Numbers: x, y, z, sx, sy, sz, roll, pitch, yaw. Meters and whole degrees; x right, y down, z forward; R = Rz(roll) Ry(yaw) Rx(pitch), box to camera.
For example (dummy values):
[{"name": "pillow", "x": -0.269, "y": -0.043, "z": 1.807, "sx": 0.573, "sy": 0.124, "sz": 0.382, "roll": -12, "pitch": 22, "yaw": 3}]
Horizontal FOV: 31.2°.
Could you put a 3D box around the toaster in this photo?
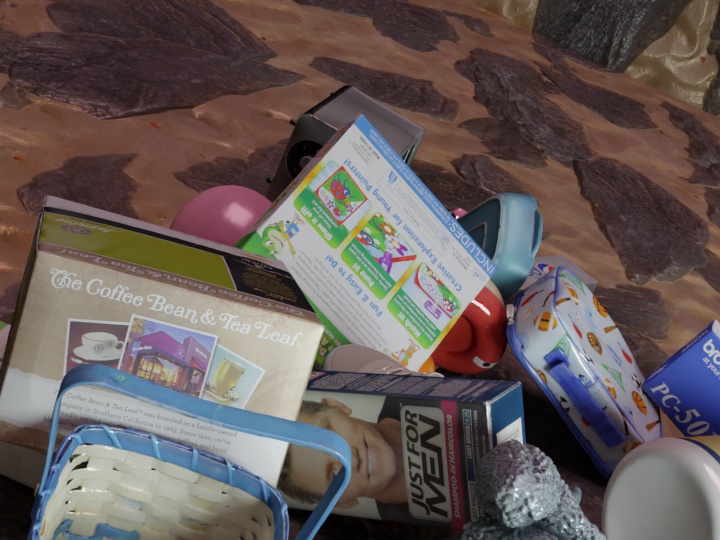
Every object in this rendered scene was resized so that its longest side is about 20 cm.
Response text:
[{"name": "toaster", "x": -0.027, "y": -0.093, "z": 1.426, "sx": 0.118, "sy": 0.183, "sz": 0.200, "roll": 28, "pitch": 24, "yaw": 5}]

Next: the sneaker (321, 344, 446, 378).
[{"name": "sneaker", "x": 0.045, "y": 0.112, "z": 1.059, "sx": 0.076, "sy": 0.082, "sz": 0.199, "roll": -35, "pitch": 52, "yaw": -29}]

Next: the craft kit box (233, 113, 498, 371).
[{"name": "craft kit box", "x": 0.000, "y": 0.000, "z": 1.167, "sx": 0.200, "sy": 0.048, "sz": 0.198, "roll": 47, "pitch": 64, "yaw": -13}]

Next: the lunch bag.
[{"name": "lunch bag", "x": 0.217, "y": 0.099, "z": 1.268, "sx": 0.201, "sy": 0.075, "sz": 0.161, "roll": 51, "pitch": 23, "yaw": -10}]

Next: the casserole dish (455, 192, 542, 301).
[{"name": "casserole dish", "x": 0.116, "y": -0.012, "z": 1.360, "sx": 0.038, "sy": 0.199, "sz": 0.123, "roll": 23, "pitch": 59, "yaw": -23}]

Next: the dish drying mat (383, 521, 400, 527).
[{"name": "dish drying mat", "x": 0.047, "y": 0.169, "z": 1.132, "sx": 0.076, "sy": 0.018, "sz": 0.199, "roll": 31, "pitch": 26, "yaw": 20}]

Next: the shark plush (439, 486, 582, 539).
[{"name": "shark plush", "x": 0.135, "y": 0.214, "z": 1.026, "sx": 0.198, "sy": 0.084, "sz": 0.091, "roll": -2, "pitch": 32, "yaw": -43}]

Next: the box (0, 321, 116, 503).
[{"name": "box", "x": -0.252, "y": 0.103, "z": 0.986, "sx": 0.198, "sy": 0.037, "sz": 0.145, "roll": 24, "pitch": 23, "yaw": 1}]

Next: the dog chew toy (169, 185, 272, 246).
[{"name": "dog chew toy", "x": -0.095, "y": 0.011, "z": 1.224, "sx": 0.200, "sy": 0.125, "sz": 0.124, "roll": 43, "pitch": 30, "yaw": 23}]

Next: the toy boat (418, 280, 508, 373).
[{"name": "toy boat", "x": 0.050, "y": 0.063, "z": 1.266, "sx": 0.197, "sy": 0.131, "sz": 0.132, "roll": 14, "pitch": 55, "yaw": -17}]

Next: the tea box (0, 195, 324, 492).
[{"name": "tea box", "x": -0.150, "y": 0.050, "z": 0.928, "sx": 0.197, "sy": 0.136, "sz": 0.197, "roll": 15, "pitch": 9, "yaw": -14}]

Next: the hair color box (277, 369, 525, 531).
[{"name": "hair color box", "x": 0.026, "y": 0.134, "z": 0.978, "sx": 0.197, "sy": 0.102, "sz": 0.060, "roll": 0, "pitch": 11, "yaw": 34}]

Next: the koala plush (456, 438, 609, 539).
[{"name": "koala plush", "x": 0.095, "y": 0.248, "z": 0.820, "sx": 0.184, "sy": 0.178, "sz": 0.200, "roll": 44, "pitch": 21, "yaw": 0}]

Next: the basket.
[{"name": "basket", "x": -0.113, "y": 0.154, "z": 0.782, "sx": 0.174, "sy": 0.202, "sz": 0.140, "roll": 17, "pitch": 30, "yaw": -9}]

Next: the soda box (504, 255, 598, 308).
[{"name": "soda box", "x": 0.184, "y": 0.031, "z": 1.483, "sx": 0.198, "sy": 0.069, "sz": 0.063, "roll": -3, "pitch": 34, "yaw": -46}]

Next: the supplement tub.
[{"name": "supplement tub", "x": 0.321, "y": 0.215, "z": 1.112, "sx": 0.198, "sy": 0.146, "sz": 0.144, "roll": 4, "pitch": 29, "yaw": -37}]

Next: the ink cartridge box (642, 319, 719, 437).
[{"name": "ink cartridge box", "x": 0.378, "y": 0.156, "z": 1.266, "sx": 0.200, "sy": 0.094, "sz": 0.044, "roll": 49, "pitch": 23, "yaw": 5}]

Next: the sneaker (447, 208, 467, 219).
[{"name": "sneaker", "x": 0.072, "y": -0.027, "z": 1.476, "sx": 0.079, "sy": 0.096, "sz": 0.199, "roll": 35, "pitch": 28, "yaw": 24}]
